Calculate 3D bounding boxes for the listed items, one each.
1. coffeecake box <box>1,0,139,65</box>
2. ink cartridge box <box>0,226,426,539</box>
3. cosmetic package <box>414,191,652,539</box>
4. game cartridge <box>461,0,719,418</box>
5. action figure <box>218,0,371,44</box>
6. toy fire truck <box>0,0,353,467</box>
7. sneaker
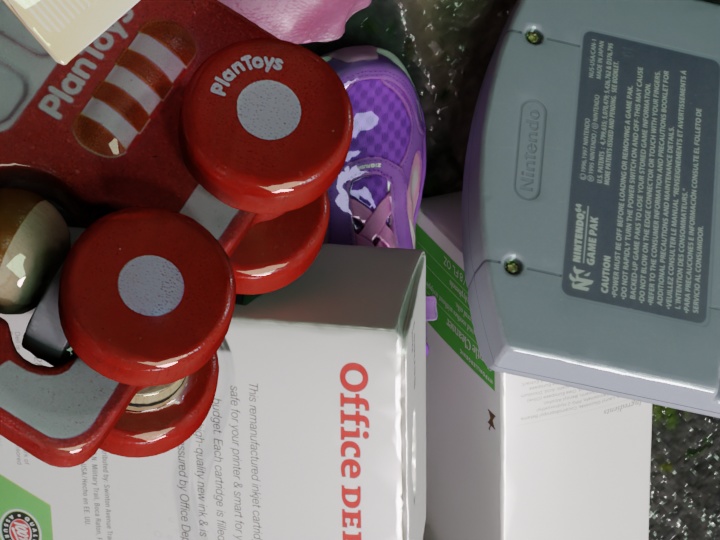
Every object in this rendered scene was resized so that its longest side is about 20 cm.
[{"bbox_3d":[-0.099,-0.179,1.006,0.153,0.200,0.073,-41,120,-1],"label":"coffeecake box"},{"bbox_3d":[-0.071,0.064,1.159,0.200,0.084,0.146,4,117,8],"label":"ink cartridge box"},{"bbox_3d":[0.082,0.069,1.272,0.085,0.108,0.200,-11,117,-20],"label":"cosmetic package"},{"bbox_3d":[0.112,-0.037,1.189,0.133,0.200,0.042,10,152,-5],"label":"game cartridge"},{"bbox_3d":[-0.012,-0.182,1.077,0.149,0.134,0.200,7,153,-7],"label":"action figure"},{"bbox_3d":[-0.107,-0.032,1.040,0.168,0.112,0.200,32,69,6],"label":"toy fire truck"},{"bbox_3d":[0.000,0.000,1.212,0.080,0.088,0.200,-3,114,-22],"label":"sneaker"}]
